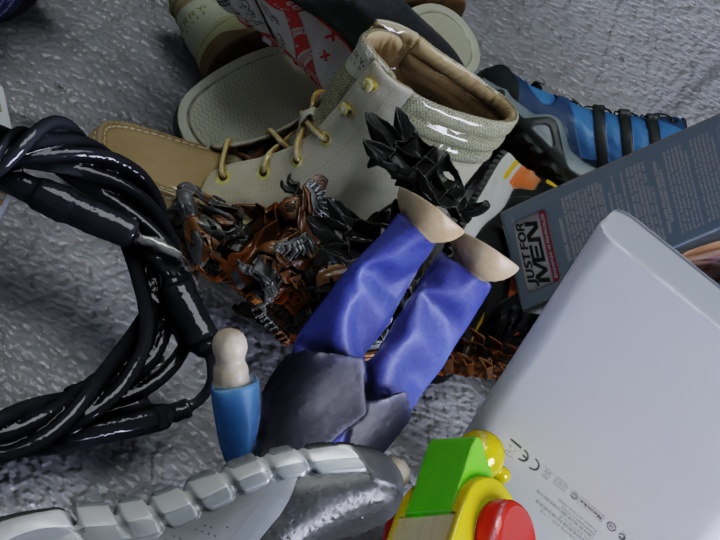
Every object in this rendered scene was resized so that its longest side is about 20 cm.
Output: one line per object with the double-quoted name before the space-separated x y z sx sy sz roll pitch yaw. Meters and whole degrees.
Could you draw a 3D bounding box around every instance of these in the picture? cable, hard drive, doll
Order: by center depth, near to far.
"doll" -0.015 0.060 1.109 0.136 0.200 0.048 34 -2 -37
"cable" -0.165 0.008 1.117 0.199 0.051 0.164 -9 78 -30
"hard drive" 0.126 0.081 1.156 0.132 0.200 0.027 39 43 11

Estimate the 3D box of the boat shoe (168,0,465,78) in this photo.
"boat shoe" -0.021 -0.155 1.444 0.200 0.073 0.063 -10 55 -42

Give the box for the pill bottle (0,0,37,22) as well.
"pill bottle" -0.231 -0.182 1.288 0.200 0.112 0.112 -16 56 -47

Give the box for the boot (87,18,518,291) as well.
"boot" -0.035 -0.068 1.257 0.199 0.155 0.072 21 38 -14

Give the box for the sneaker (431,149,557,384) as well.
"sneaker" 0.086 0.007 1.330 0.090 0.070 0.200 28 34 0

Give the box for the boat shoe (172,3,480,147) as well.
"boat shoe" -0.023 -0.094 1.387 0.200 0.068 0.072 -21 82 -33

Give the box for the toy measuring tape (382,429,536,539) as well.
"toy measuring tape" 0.037 0.160 1.128 0.073 0.074 0.200 26 52 -7

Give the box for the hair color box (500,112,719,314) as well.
"hair color box" 0.183 -0.033 1.263 0.099 0.200 0.061 8 65 -49

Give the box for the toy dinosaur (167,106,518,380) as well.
"toy dinosaur" 0.000 0.000 1.216 0.199 0.136 0.102 11 49 -14

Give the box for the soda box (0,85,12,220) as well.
"soda box" -0.268 -0.061 1.157 0.199 0.064 0.068 8 42 -28

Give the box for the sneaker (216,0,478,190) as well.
"sneaker" -0.011 -0.126 1.327 0.108 0.067 0.202 28 -21 52

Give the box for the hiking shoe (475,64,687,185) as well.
"hiking shoe" 0.151 -0.064 1.431 0.200 0.074 0.087 40 68 21

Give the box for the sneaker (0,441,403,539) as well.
"sneaker" -0.068 0.149 1.020 0.199 0.075 0.116 -14 60 -6
